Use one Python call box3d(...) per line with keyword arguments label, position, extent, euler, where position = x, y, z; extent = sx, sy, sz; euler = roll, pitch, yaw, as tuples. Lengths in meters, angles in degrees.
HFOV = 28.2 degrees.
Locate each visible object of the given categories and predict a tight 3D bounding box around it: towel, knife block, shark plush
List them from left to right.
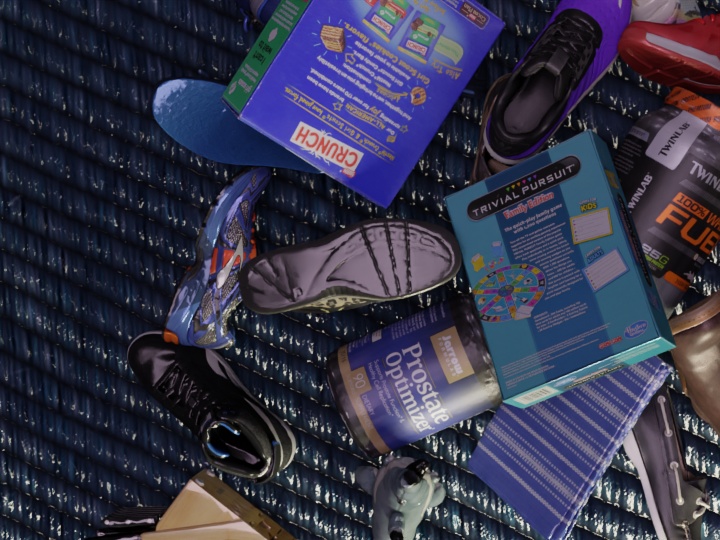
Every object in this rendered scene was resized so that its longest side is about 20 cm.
box3d(label="knife block", position=(-0.173, 0.297, 1.429), extent=(0.200, 0.064, 0.176), euler=(36, 98, 5))
box3d(label="shark plush", position=(0.048, 0.221, 1.336), extent=(0.090, 0.200, 0.084), euler=(18, 68, -10))
box3d(label="towel", position=(0.193, 0.140, 1.349), extent=(0.145, 0.024, 0.201), euler=(38, 100, 47))

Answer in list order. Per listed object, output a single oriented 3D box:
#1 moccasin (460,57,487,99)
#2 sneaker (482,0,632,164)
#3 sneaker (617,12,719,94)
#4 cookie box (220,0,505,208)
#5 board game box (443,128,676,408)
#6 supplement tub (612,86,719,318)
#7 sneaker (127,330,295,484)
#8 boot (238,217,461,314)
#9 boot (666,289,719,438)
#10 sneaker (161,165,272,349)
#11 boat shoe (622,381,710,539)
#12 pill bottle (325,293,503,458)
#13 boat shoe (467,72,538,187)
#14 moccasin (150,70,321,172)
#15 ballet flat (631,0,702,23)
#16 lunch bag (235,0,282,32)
box3d(label="moccasin", position=(0.023, -0.179, 1.371), extent=(0.199, 0.080, 0.069), euler=(-6, 96, 10))
box3d(label="sneaker", position=(0.180, -0.184, 1.271), extent=(0.069, 0.100, 0.201), euler=(33, 92, 8))
box3d(label="sneaker", position=(0.327, -0.223, 1.310), extent=(0.199, 0.078, 0.116), euler=(14, 83, -25))
box3d(label="cookie box", position=(0.001, -0.187, 1.283), extent=(0.171, 0.075, 0.201), euler=(31, 97, -25))
box3d(label="board game box", position=(0.172, -0.001, 1.260), extent=(0.150, 0.047, 0.201), euler=(-24, 66, 23))
box3d(label="supplement tub", position=(0.275, -0.059, 1.314), extent=(0.122, 0.123, 0.201), euler=(32, 97, 6))
box3d(label="sneaker", position=(-0.152, 0.128, 1.393), extent=(0.200, 0.112, 0.073), euler=(36, 96, 6))
box3d(label="boot", position=(-0.001, -0.001, 1.344), extent=(0.202, 0.154, 0.074), euler=(-11, 86, 9))
box3d(label="boot", position=(0.334, 0.109, 1.269), extent=(0.072, 0.200, 0.167), euler=(-30, 74, 1))
box3d(label="sneaker", position=(-0.127, -0.013, 1.413), extent=(0.078, 0.075, 0.201), euler=(22, 99, -8))
box3d(label="boat shoe", position=(0.296, 0.203, 1.350), extent=(0.060, 0.074, 0.201), euler=(-22, 81, 14))
box3d(label="pill bottle", position=(0.077, 0.090, 1.357), extent=(0.199, 0.112, 0.112), euler=(-25, 89, 9))
box3d(label="boat shoe", position=(0.134, -0.089, 1.359), extent=(0.074, 0.073, 0.201), euler=(3, 93, 9))
box3d(label="moccasin", position=(-0.107, -0.133, 1.354), extent=(0.199, 0.068, 0.081), euler=(19, 104, -23))
box3d(label="ballet flat", position=(0.246, -0.284, 1.335), extent=(0.069, 0.071, 0.200), euler=(-36, 87, 14))
box3d(label="lunch bag", position=(-0.051, -0.308, 1.347), extent=(0.132, 0.136, 0.200), euler=(41, 97, 5))
